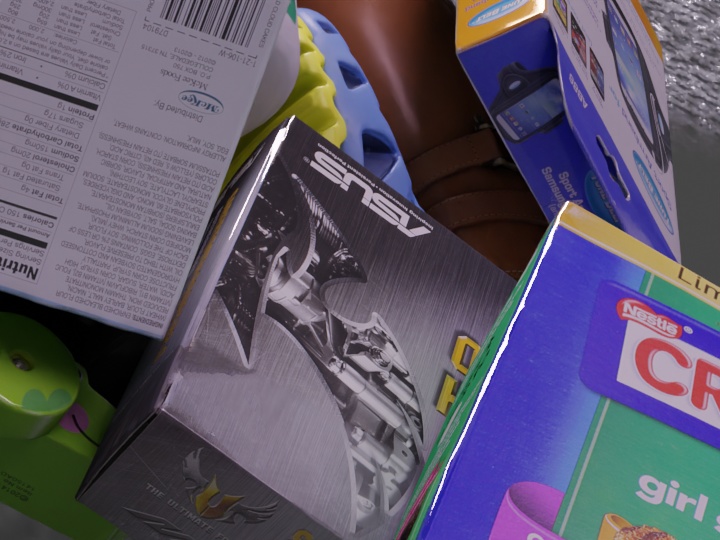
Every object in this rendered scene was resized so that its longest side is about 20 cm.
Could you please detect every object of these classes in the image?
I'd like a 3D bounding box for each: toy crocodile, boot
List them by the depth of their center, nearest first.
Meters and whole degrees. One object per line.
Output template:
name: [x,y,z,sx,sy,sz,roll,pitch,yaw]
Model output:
toy crocodile: [-0.146,0.024,0.813,0.200,0.068,0.062,26,39,-13]
boot: [0.015,-0.048,1.043,0.200,0.077,0.155,26,39,-44]

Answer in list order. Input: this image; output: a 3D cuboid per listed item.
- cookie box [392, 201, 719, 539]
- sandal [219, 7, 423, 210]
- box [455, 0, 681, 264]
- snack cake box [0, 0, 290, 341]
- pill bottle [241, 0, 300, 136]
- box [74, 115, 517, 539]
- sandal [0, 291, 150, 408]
cookie box: [0.091,0.095,0.733,0.171,0.075,0.200,29,35,-2]
sandal: [0.000,0.000,0.966,0.087,0.079,0.200,2,65,-46]
box: [0.077,-0.076,1.023,0.119,0.041,0.200,59,20,-27]
snack cake box: [-0.131,-0.068,0.774,0.200,0.115,0.067,19,14,-15]
pill bottle: [-0.082,-0.148,0.953,0.113,0.113,0.200,14,56,-31]
box: [0.026,0.064,0.831,0.200,0.048,0.158,37,34,-11]
sandal: [-0.082,0.029,0.878,0.201,0.080,0.057,35,13,-14]
